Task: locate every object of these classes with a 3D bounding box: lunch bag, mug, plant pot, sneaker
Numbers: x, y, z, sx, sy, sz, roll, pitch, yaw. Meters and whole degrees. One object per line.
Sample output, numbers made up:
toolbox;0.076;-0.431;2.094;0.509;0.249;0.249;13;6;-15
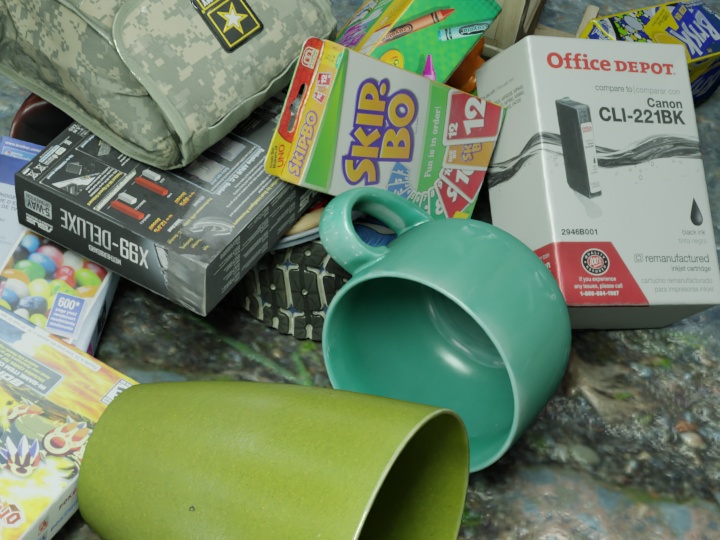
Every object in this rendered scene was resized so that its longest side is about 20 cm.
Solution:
lunch bag;-0.133;-0.170;1.282;0.199;0.118;0.164;32;53;22
mug;0.063;0.029;1.273;0.151;0.187;0.114;10;33;31
plant pot;-0.063;0.144;1.139;0.198;0.188;0.187;17;41;22
sneaker;0.000;0.000;1.383;0.198;0.079;0.089;3;23;-6

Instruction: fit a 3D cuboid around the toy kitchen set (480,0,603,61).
toy kitchen set;0.156;-0.244;1.594;0.162;0.181;0.201;19;46;6

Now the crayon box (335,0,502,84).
crayon box;0.017;-0.156;1.433;0.058;0.200;0.119;41;76;-12

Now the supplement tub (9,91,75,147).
supplement tub;-0.185;-0.141;1.458;0.106;0.108;0.201;17;41;5

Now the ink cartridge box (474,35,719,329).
ink cartridge box;0.172;-0.064;1.390;0.143;0.084;0.202;0;76;-27

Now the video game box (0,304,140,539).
video game box;-0.258;0.094;1.172;0.199;0.047;0.182;27;46;13

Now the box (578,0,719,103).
box;0.245;-0.174;1.579;0.070;0.064;0.199;45;33;17

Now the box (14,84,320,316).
box;-0.114;-0.074;1.304;0.157;0.050;0.200;25;48;19

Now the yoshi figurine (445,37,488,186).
yoshi figurine;0.131;-0.102;1.483;0.199;0.112;0.112;37;79;-13

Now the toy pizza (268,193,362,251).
toy pizza;-0.080;-0.061;1.390;0.198;0.032;0.201;-9;23;4

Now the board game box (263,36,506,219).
board game box;0.020;-0.090;1.302;0.199;0.096;0.030;14;6;-46

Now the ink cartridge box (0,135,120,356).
ink cartridge box;-0.225;-0.008;1.311;0.118;0.042;0.201;14;57;2
